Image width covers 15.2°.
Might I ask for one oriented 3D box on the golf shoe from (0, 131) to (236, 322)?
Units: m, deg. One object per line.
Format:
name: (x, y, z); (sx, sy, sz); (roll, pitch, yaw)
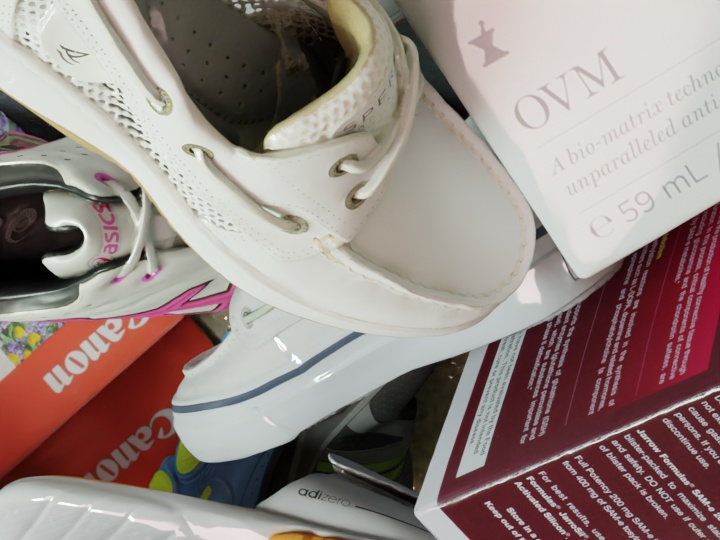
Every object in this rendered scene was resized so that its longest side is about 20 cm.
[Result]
golf shoe: (-0.067, -0.014, 0.870); (0.199, 0.092, 0.073); (-10, 105, 1)

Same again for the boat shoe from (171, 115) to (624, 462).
boat shoe: (0.000, 0.000, 0.826); (0.200, 0.073, 0.067); (-27, 96, 45)

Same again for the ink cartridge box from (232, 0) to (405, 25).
ink cartridge box: (-0.078, -0.119, 0.795); (0.145, 0.084, 0.200); (57, 172, -15)

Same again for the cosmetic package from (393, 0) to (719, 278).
cosmetic package: (0.091, -0.142, 0.693); (0.199, 0.123, 0.200); (-31, 100, 19)

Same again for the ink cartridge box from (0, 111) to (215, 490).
ink cartridge box: (-0.124, 0.024, 0.973); (0.109, 0.050, 0.200); (-41, 95, 0)

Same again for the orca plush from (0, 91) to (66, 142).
orca plush: (-0.118, -0.116, 0.930); (0.105, 0.071, 0.200); (-42, 108, -3)

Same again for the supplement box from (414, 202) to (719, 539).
supplement box: (0.117, 0.020, 0.770); (0.200, 0.109, 0.061); (-27, 117, 37)

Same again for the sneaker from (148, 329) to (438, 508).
sneaker: (-0.011, 0.056, 0.957); (0.200, 0.082, 0.071); (-58, 41, 27)

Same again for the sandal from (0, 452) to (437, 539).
sandal: (-0.020, 0.091, 0.899); (0.206, 0.059, 0.079); (15, 136, 5)

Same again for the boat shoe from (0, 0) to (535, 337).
boat shoe: (-0.018, -0.041, 0.665); (0.200, 0.071, 0.069); (31, 154, -35)

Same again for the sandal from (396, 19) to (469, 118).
sandal: (0.091, -0.034, 0.835); (0.200, 0.048, 0.075); (27, 148, 13)
